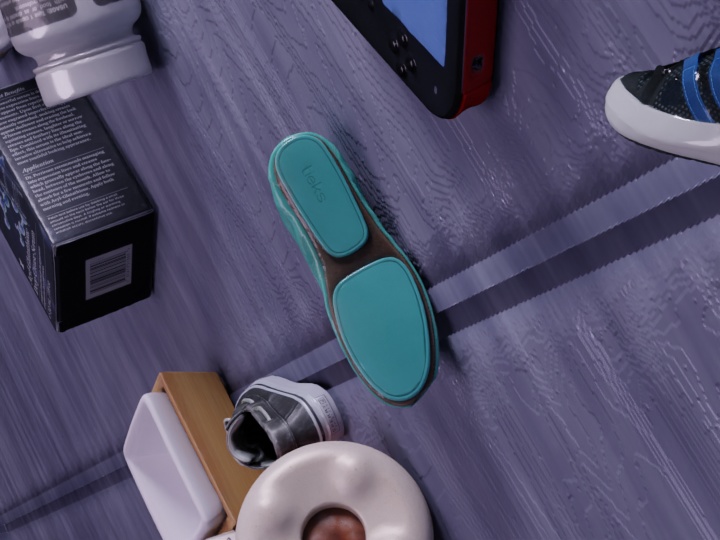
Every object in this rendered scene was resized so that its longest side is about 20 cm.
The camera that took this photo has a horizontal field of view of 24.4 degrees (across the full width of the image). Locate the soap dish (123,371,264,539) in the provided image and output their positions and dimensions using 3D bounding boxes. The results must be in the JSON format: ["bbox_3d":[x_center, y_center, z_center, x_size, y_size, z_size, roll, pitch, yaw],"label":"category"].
[{"bbox_3d":[-0.156,0.193,1.599,0.158,0.081,0.200,61,156,15],"label":"soap dish"}]

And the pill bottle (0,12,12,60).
[{"bbox_3d":[-0.422,-0.256,1.752,0.200,0.112,0.112,-15,97,68],"label":"pill bottle"}]

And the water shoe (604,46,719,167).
[{"bbox_3d":[0.175,-0.075,0.669,0.200,0.071,0.079,26,105,60],"label":"water shoe"}]

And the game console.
[{"bbox_3d":[0.020,-0.200,0.922,0.177,0.031,0.200,48,149,39],"label":"game console"}]

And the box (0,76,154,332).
[{"bbox_3d":[-0.293,-0.070,1.635,0.200,0.107,0.149,57,155,27],"label":"box"}]

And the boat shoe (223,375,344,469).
[{"bbox_3d":[-0.081,0.129,1.387,0.072,0.071,0.200,67,158,1],"label":"boat shoe"}]

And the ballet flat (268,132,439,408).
[{"bbox_3d":[0.000,0.000,1.121,0.200,0.067,0.070,64,-179,11],"label":"ballet flat"}]

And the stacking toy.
[{"bbox_3d":[-0.016,0.226,1.292,0.146,0.146,0.200,59,171,20],"label":"stacking toy"}]

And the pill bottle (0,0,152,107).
[{"bbox_3d":[-0.248,-0.244,1.372,0.113,0.113,0.201,3,113,65],"label":"pill bottle"}]

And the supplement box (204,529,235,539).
[{"bbox_3d":[-0.074,0.342,1.495,0.126,0.073,0.200,87,163,-55],"label":"supplement box"}]
